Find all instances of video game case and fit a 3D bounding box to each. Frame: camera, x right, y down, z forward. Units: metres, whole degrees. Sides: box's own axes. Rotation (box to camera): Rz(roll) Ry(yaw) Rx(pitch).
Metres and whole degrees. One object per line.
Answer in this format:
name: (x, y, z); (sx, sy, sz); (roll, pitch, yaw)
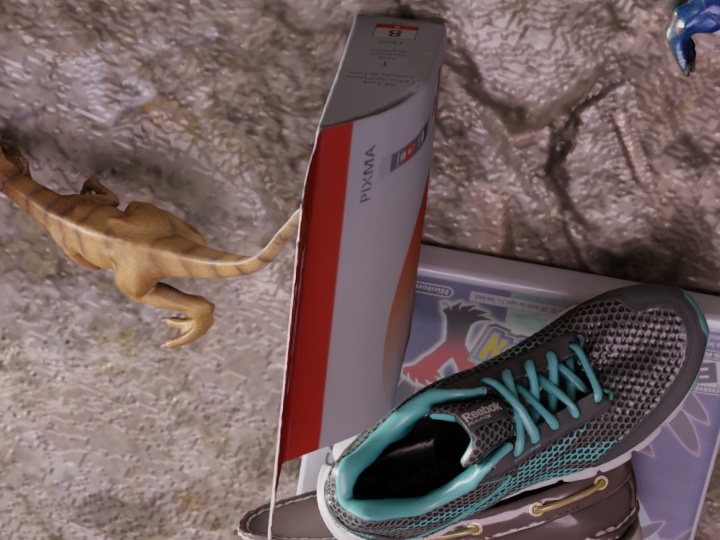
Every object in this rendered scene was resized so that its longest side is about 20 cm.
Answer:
video game case: (0.074, 0.075, 1.347); (0.199, 0.023, 0.183); (10, 127, 0)

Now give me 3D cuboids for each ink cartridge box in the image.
ink cartridge box: (0.000, 0.000, 1.177); (0.050, 0.200, 0.163); (7, 117, 1)

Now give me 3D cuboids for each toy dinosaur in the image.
toy dinosaur: (-0.093, -0.007, 1.246); (0.199, 0.061, 0.106); (16, 167, 31)

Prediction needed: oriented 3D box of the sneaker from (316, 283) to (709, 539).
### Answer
sneaker: (0.068, 0.070, 1.246); (0.199, 0.091, 0.078); (-32, 81, 5)

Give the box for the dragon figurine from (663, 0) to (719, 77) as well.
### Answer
dragon figurine: (0.153, -0.147, 1.152); (0.099, 0.059, 0.200); (-29, 118, 25)

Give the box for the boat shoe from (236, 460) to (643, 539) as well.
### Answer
boat shoe: (0.034, 0.115, 1.327); (0.199, 0.072, 0.060); (-4, 119, 7)
